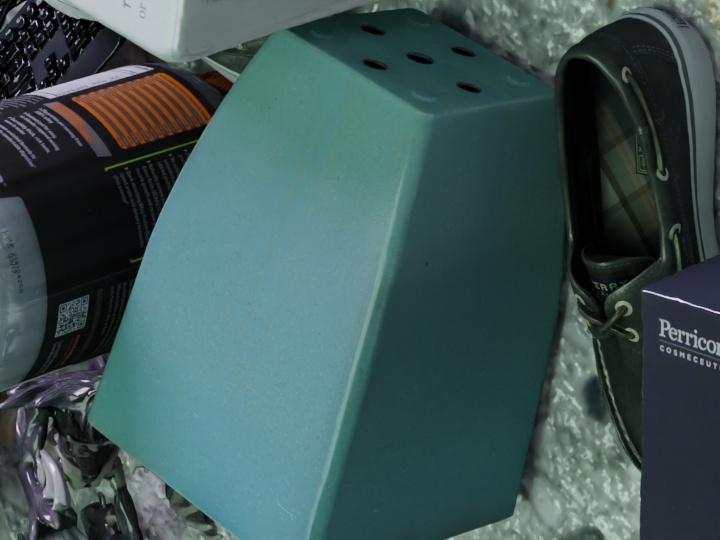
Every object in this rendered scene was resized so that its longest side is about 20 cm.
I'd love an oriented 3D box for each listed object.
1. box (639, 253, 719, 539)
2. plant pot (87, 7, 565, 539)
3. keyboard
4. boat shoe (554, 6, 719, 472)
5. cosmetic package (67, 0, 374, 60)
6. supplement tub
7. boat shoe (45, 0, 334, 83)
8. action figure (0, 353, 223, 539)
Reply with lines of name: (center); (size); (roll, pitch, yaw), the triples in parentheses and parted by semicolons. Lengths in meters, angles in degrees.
box: (0.208, 0.100, 1.028); (0.200, 0.104, 0.183); (19, 119, 41)
plant pot: (0.000, 0.000, 1.187); (0.141, 0.141, 0.200); (34, 120, 33)
keyboard: (-0.189, -0.089, 1.370); (0.200, 0.040, 0.104); (-45, 43, 28)
boat shoe: (0.109, -0.004, 1.126); (0.069, 0.057, 0.201); (8, 111, 44)
cosmetic package: (-0.073, -0.212, 1.142); (0.200, 0.167, 0.167); (32, 126, 36)
supplement tub: (-0.127, -0.023, 1.260); (0.122, 0.200, 0.123); (19, 117, 41)
boat shoe: (-0.096, -0.142, 1.266); (0.200, 0.064, 0.071); (27, 82, 31)
action figure: (-0.121, 0.108, 1.374); (0.102, 0.119, 0.200); (59, 148, 30)
